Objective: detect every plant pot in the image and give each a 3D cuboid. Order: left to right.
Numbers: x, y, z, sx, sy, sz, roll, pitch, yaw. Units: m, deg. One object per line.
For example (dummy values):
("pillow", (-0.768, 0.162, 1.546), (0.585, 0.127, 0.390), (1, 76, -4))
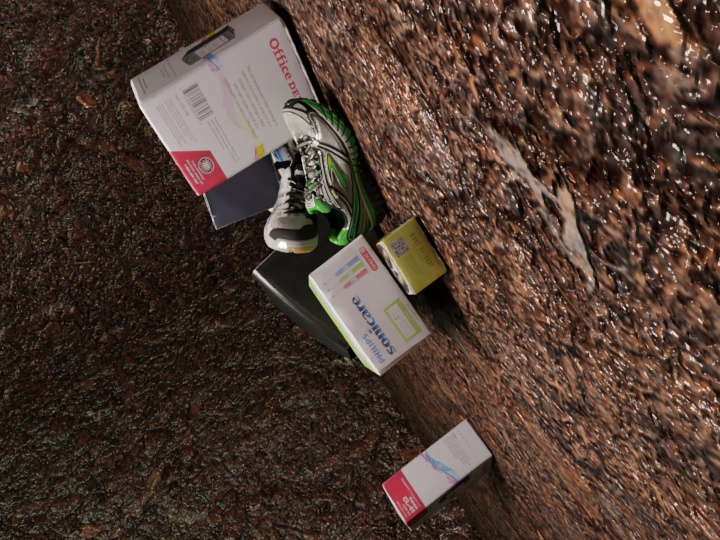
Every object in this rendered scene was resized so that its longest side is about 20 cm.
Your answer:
("plant pot", (-0.029, 0.024, 1.085), (0.178, 0.199, 0.200), (46, 171, 11))

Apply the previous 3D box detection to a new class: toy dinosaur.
("toy dinosaur", (-0.082, -0.180, 1.054), (0.201, 0.100, 0.079), (108, 175, -67))

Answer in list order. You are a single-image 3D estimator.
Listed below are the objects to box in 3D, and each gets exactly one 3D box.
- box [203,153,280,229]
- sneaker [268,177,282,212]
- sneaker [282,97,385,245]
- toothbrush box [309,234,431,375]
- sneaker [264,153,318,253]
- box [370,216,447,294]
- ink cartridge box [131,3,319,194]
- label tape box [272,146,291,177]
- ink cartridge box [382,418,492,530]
("box", (-0.213, -0.207, 1.050), (0.201, 0.121, 0.202), (-125, 18, -56))
("sneaker", (-0.112, -0.148, 1.472), (0.076, 0.106, 0.198), (41, -166, 35))
("sneaker", (-0.041, -0.122, 0.855), (0.077, 0.085, 0.203), (7, 132, 55))
("toothbrush box", (0.005, 0.048, 0.895), (0.147, 0.085, 0.200), (54, 175, 2))
("sneaker", (-0.089, -0.096, 0.925), (0.201, 0.073, 0.090), (-96, 12, -61))
("box", (0.050, -0.013, 0.853), (0.076, 0.050, 0.200), (57, 175, -3))
("ink cartridge box", (-0.166, -0.217, 0.869), (0.086, 0.197, 0.149), (51, 170, 47))
("label tape box", (-0.146, -0.237, 1.308), (0.200, 0.065, 0.145), (48, 167, 55))
("ink cartridge box", (0.145, 0.383, 1.268), (0.086, 0.198, 0.148), (53, 172, 26))
